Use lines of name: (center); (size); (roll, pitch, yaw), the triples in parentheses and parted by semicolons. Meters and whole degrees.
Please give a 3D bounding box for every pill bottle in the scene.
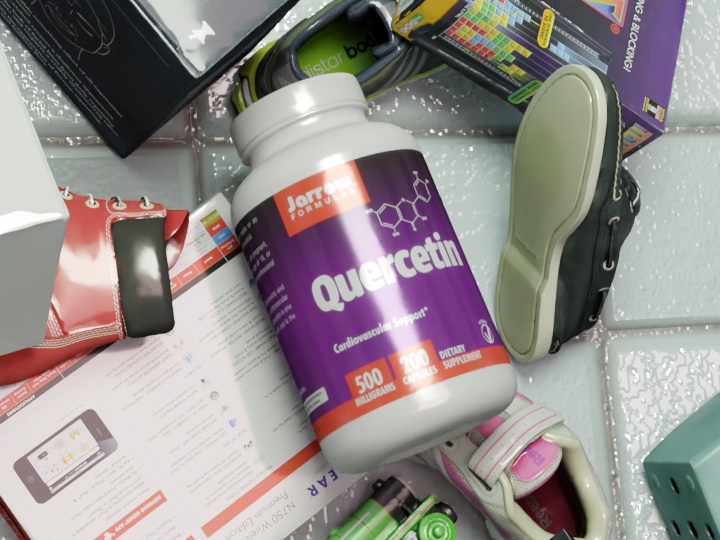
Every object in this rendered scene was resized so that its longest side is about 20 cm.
pill bottle: (0.000, 0.000, 0.993); (0.112, 0.112, 0.201); (-19, 79, -19)

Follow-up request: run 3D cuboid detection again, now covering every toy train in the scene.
toy train: (-0.024, 0.194, 1.043); (0.056, 0.042, 0.200); (45, 71, 4)

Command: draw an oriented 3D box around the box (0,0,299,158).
box: (-0.119, -0.166, 0.979); (0.107, 0.200, 0.149); (-42, 96, -18)

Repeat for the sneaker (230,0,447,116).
sneaker: (0.019, -0.142, 1.082); (0.200, 0.081, 0.074); (-37, 95, -21)

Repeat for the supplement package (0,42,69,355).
supplement package: (-0.261, -0.053, 0.856); (0.190, 0.147, 0.201); (-17, 70, -21)

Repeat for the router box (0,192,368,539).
router box: (-0.110, 0.087, 1.024); (0.199, 0.049, 0.180); (-35, 94, -19)

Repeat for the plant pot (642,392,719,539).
plant pot: (0.285, 0.117, 1.104); (0.199, 0.141, 0.142); (-22, 89, -13)

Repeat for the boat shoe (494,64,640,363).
boat shoe: (0.129, -0.034, 1.063); (0.066, 0.075, 0.201); (-11, 127, -24)

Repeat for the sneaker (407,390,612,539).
sneaker: (0.079, 0.097, 1.063); (0.200, 0.088, 0.081); (44, 72, -7)

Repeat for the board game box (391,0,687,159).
board game box: (0.117, -0.186, 1.092); (0.165, 0.057, 0.201); (28, 55, -20)

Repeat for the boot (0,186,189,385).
boot: (-0.173, -0.043, 0.989); (0.143, 0.073, 0.201); (-18, 70, -11)

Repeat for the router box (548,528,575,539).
router box: (0.078, 0.261, 0.976); (0.200, 0.052, 0.158); (-38, 50, 5)
